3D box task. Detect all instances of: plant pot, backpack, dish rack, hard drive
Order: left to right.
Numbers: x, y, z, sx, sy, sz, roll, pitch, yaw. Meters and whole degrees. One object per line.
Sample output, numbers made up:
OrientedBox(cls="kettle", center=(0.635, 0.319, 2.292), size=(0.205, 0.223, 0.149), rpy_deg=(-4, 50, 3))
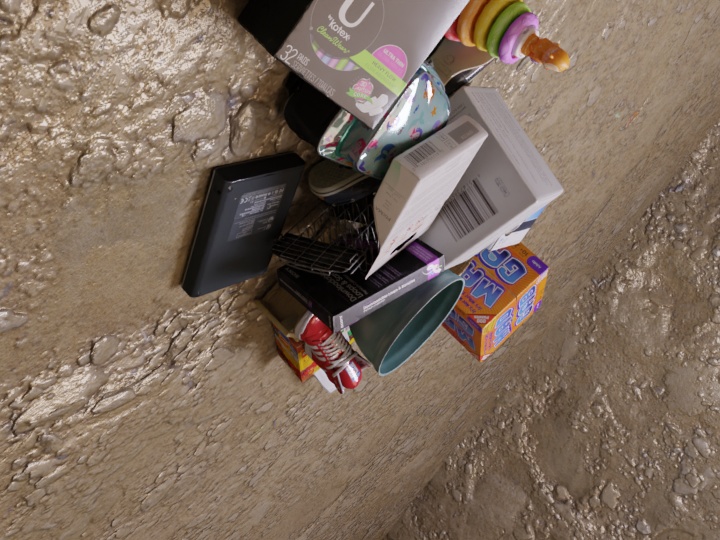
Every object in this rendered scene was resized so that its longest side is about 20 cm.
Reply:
OrientedBox(cls="hard drive", center=(-0.158, -0.059, 1.033), size=(0.139, 0.033, 0.201), rpy_deg=(-22, 146, -45))
OrientedBox(cls="dish rack", center=(-0.024, -0.050, 1.094), size=(0.200, 0.152, 0.055), rpy_deg=(-47, 138, -40))
OrientedBox(cls="backpack", center=(0.022, -0.205, 0.976), size=(0.178, 0.150, 0.200), rpy_deg=(-52, 161, 11))
OrientedBox(cls="plant pot", center=(0.052, 0.048, 1.229), size=(0.200, 0.134, 0.201), rpy_deg=(-42, 162, -17))

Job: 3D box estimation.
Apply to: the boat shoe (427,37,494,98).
OrientedBox(cls="boat shoe", center=(0.133, -0.289, 1.114), size=(0.200, 0.071, 0.063), rpy_deg=(-41, 163, -8))

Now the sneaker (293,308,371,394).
OrientedBox(cls="sneaker", center=(-0.042, 0.126, 1.217), size=(0.071, 0.112, 0.200), rpy_deg=(-42, 160, -13))

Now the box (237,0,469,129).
OrientedBox(cls="box", center=(0.001, -0.280, 0.782), size=(0.148, 0.124, 0.200), rpy_deg=(29, 105, -40))

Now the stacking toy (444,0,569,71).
OrientedBox(cls="stacking toy", center=(0.193, -0.316, 1.005), size=(0.110, 0.200, 0.116), rpy_deg=(-53, 156, 16))

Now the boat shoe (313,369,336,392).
OrientedBox(cls="boat shoe", center=(-0.072, 0.185, 1.522), size=(0.062, 0.072, 0.200), rpy_deg=(-40, 153, -8))

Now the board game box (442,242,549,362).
OrientedBox(cls="board game box", center=(0.265, 0.036, 1.688), size=(0.200, 0.200, 0.200), rpy_deg=(-40, 155, -13))

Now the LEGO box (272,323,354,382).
OrientedBox(cls="LEGO box", center=(-0.056, 0.086, 1.382), size=(0.200, 0.077, 0.149), rpy_deg=(-37, 155, -20))

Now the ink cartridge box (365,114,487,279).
OrientedBox(cls="ink cartridge box", center=(0.071, -0.096, 1.016), size=(0.161, 0.050, 0.200), rpy_deg=(-37, 166, -40))

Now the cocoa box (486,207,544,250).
OrientedBox(cls="cocoa box", center=(0.206, -0.151, 1.291), size=(0.133, 0.200, 0.132), rpy_deg=(-12, 140, -55))

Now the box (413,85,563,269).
OrientedBox(cls="box", center=(0.159, -0.138, 1.159), size=(0.199, 0.201, 0.130), rpy_deg=(-37, 171, 31))

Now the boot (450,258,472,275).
OrientedBox(cls="boot", center=(0.163, -0.035, 1.478), size=(0.201, 0.072, 0.156), rpy_deg=(-67, -173, -26))

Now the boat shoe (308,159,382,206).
OrientedBox(cls="boat shoe", center=(0.023, -0.147, 1.099), size=(0.199, 0.075, 0.062), rpy_deg=(-23, 148, -1))

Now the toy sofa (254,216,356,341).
OrientedBox(cls="toy sofa", center=(-0.067, 0.014, 1.242), size=(0.200, 0.083, 0.098), rpy_deg=(-49, 162, 6))

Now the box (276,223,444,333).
OrientedBox(cls="box", center=(0.000, 0.000, 1.096), size=(0.199, 0.143, 0.036), rpy_deg=(-29, 133, -26))
